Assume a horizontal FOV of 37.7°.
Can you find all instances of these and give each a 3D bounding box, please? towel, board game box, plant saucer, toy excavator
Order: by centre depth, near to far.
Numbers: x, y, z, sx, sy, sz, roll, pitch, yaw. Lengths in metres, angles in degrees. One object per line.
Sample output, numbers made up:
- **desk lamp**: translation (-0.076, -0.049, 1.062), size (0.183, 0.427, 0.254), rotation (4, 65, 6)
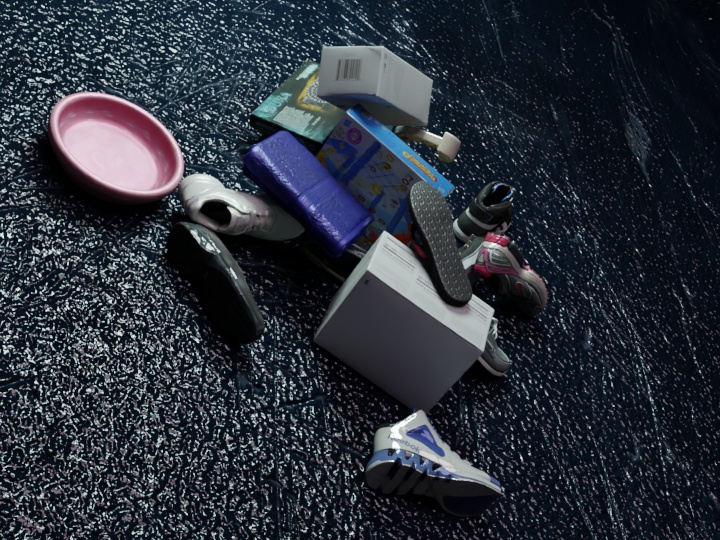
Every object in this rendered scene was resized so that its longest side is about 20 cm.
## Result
- **plant saucer**: translation (-0.348, -0.165, 1.489), size (0.198, 0.051, 0.202), rotation (25, 38, -21)
- **towel**: translation (-0.078, -0.112, 1.550), size (0.200, 0.050, 0.148), rotation (46, 27, 1)
- **board game box**: translation (0.010, -0.115, 1.629), size (0.199, 0.197, 0.056), rotation (40, 30, 4)
- **board game box**: translation (-0.077, -0.272, 1.738), size (0.134, 0.028, 0.201), rotation (24, 45, 14)
- **toy excavator**: translation (0.059, -0.235, 1.802), size (0.192, 0.101, 0.200), rotation (28, -4, -12)

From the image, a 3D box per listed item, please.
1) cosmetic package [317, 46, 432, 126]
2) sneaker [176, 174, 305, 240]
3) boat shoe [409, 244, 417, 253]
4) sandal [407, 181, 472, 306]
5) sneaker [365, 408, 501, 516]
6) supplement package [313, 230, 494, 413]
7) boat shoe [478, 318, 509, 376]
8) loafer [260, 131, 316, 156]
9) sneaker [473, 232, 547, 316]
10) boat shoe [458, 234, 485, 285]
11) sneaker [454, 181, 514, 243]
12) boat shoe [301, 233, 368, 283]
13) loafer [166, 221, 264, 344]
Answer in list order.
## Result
- **cosmetic package**: translation (0.026, -0.288, 1.668), size (0.199, 0.111, 0.083), rotation (15, 81, -61)
- **sneaker**: translation (-0.167, -0.073, 1.519), size (0.197, 0.076, 0.100), rotation (12, 25, -25)
- **boat shoe**: translation (0.105, 0.021, 1.682), size (0.071, 0.066, 0.201), rotation (-3, 52, -44)
- **sandal**: translation (0.103, -0.036, 1.505), size (0.074, 0.045, 0.203), rotation (2, 62, -35)
- **sneaker**: translation (0.096, 0.246, 1.415), size (0.197, 0.081, 0.116), rotation (21, 41, -21)
- **supplement package**: translation (0.062, 0.078, 1.502), size (0.199, 0.156, 0.111), rotation (35, 34, -5)
- **boat shoe**: translation (0.188, 0.098, 1.624), size (0.200, 0.062, 0.073), rotation (41, 10, -42)
- **loafer**: translation (-0.070, -0.208, 1.762), size (0.199, 0.076, 0.068), rotation (34, 49, -8)
- **sneaker**: translation (0.248, 0.019, 1.786), size (0.200, 0.080, 0.075), rotation (46, 69, -39)
- **boat shoe**: translation (0.171, -0.007, 1.785), size (0.056, 0.070, 0.200), rotation (26, 30, 18)
- **sneaker**: translation (0.255, -0.119, 1.933), size (0.073, 0.112, 0.199), rotation (46, 36, 9)
- **boat shoe**: translation (0.000, 0.000, 1.603), size (0.199, 0.075, 0.062), rotation (36, 33, -2)
- **loafer**: translation (-0.182, 0.011, 1.431), size (0.072, 0.073, 0.201), rotation (-8, 57, -52)
